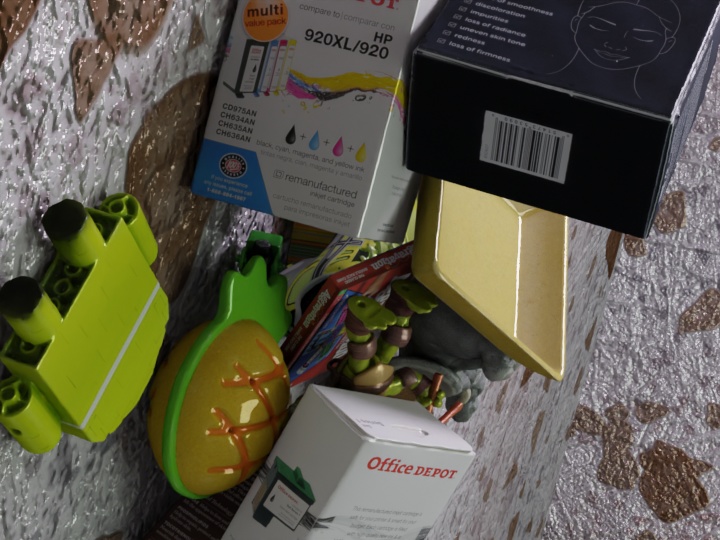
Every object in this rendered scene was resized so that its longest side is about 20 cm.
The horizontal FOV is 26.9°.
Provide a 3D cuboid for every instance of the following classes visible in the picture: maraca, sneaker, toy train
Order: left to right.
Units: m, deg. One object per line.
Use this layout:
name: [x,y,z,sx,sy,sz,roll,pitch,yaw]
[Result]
maraca: [-0.106,0.088,1.218,0.200,0.107,0.137,-70,155,-13]
toy train: [-0.100,0.057,1.318,0.056,0.042,0.200,-79,-178,-64]
sneaker: [0.000,0.000,1.368,0.200,0.076,0.075,-40,116,-11]

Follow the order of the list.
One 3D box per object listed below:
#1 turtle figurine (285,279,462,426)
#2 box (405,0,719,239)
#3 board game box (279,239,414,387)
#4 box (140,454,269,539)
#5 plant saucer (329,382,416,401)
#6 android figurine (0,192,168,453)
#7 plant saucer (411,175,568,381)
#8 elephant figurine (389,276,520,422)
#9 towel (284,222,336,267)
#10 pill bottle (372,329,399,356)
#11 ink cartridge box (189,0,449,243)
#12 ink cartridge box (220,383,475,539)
turtle figurine: [0.015,0.085,1.286,0.200,0.064,0.161,-7,131,-30]
box: [0.162,-0.152,1.172,0.124,0.200,0.197,93,21,-45]
board game box: [-0.018,0.045,1.309,0.103,0.019,0.200,-25,162,-35]
box: [-0.113,0.224,1.314,0.200,0.075,0.100,-45,151,-25]
plant saucer: [0.019,0.095,1.589,0.200,0.035,0.200,-49,-157,29]
android figurine: [-0.188,0.040,1.039,0.200,0.041,0.182,72,38,-60]
plant saucer: [0.106,-0.028,1.284,0.200,0.048,0.200,40,44,-40]
elephant figurine: [0.076,0.070,1.407,0.141,0.155,0.200,-29,174,-43]
towel: [-0.016,-0.065,1.402,0.018,0.086,0.200,-121,-139,-70]
pill bottle: [0.025,-0.013,1.514,0.111,0.111,0.200,65,45,-64]
ink cartridge box: [-0.023,-0.137,1.195,0.145,0.147,0.200,2,103,-74]
ink cartridge box: [-0.018,0.201,1.233,0.146,0.084,0.200,15,109,-48]
